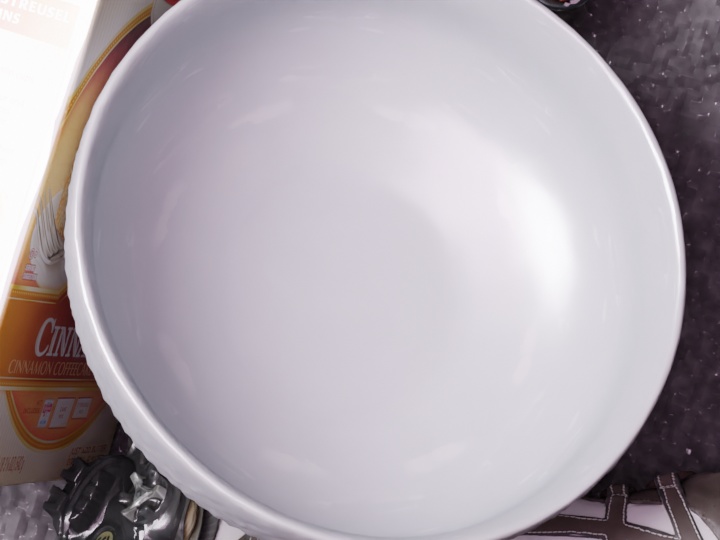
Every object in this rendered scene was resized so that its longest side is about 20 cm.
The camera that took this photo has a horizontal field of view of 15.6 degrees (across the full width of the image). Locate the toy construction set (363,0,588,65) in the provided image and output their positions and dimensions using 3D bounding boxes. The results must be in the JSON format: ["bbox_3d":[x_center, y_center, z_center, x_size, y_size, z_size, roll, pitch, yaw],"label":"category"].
[{"bbox_3d":[0.029,-0.149,0.907,0.199,0.092,0.132,-12,109,19],"label":"toy construction set"}]

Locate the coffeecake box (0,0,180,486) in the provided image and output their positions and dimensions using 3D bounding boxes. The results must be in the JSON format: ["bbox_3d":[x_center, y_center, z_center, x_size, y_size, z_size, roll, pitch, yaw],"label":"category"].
[{"bbox_3d":[-0.113,-0.033,0.901,0.073,0.153,0.201,17,92,13],"label":"coffeecake box"}]

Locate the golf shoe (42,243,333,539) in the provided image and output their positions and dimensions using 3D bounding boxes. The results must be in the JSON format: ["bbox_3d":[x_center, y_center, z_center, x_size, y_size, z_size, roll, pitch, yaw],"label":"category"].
[{"bbox_3d":[-0.041,0.058,0.931,0.078,0.094,0.200,9,64,48],"label":"golf shoe"}]

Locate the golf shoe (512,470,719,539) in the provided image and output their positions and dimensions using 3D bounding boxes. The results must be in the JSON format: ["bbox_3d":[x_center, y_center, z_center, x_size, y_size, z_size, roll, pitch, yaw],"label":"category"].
[{"bbox_3d":[0.101,0.101,0.892,0.199,0.078,0.095,27,69,15],"label":"golf shoe"}]

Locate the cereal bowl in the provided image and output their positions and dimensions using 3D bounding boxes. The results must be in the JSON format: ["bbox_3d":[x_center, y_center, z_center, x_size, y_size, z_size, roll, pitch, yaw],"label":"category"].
[{"bbox_3d":[0.000,0.000,0.855,0.199,0.083,0.201,3,75,-12],"label":"cereal bowl"}]
